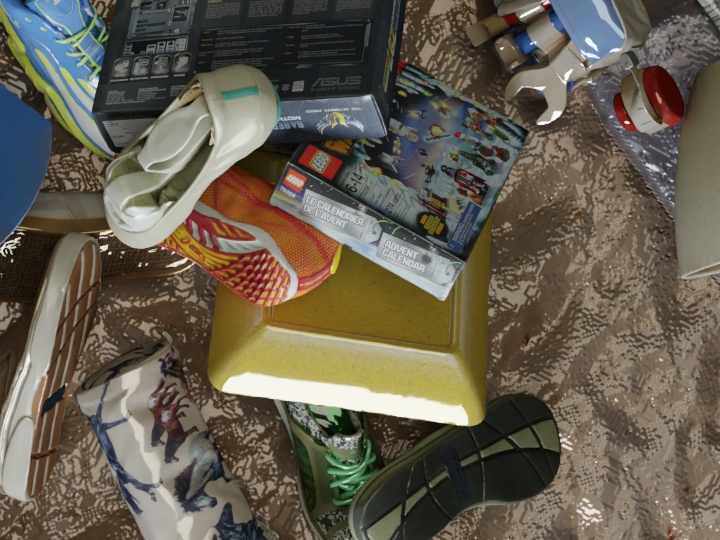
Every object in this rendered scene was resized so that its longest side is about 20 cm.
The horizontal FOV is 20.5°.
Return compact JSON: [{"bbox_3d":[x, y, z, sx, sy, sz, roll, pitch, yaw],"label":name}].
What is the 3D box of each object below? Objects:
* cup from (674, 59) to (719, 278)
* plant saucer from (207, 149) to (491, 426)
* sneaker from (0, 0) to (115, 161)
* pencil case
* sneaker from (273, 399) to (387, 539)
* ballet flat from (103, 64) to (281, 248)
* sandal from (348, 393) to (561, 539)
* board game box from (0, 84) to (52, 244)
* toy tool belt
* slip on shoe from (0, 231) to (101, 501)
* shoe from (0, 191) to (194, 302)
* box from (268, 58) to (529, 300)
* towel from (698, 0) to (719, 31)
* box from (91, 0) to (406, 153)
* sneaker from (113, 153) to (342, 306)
[{"bbox_3d":[0.310,-0.088,1.439,0.199,0.200,0.144,-14,85,-7],"label":"cup"},{"bbox_3d":[0.000,0.000,1.419,0.199,0.049,0.201,8,60,-8],"label":"plant saucer"},{"bbox_3d":[-0.206,-0.156,1.408,0.076,0.105,0.200,-41,95,-6],"label":"sneaker"},{"bbox_3d":[-0.129,0.146,1.434,0.089,0.078,0.201,-28,94,-28],"label":"pencil case"},{"bbox_3d":[-0.015,0.134,1.443,0.077,0.089,0.201,-24,94,-7],"label":"sneaker"},{"bbox_3d":[-0.129,-0.070,1.301,0.069,0.200,0.070,21,49,-27],"label":"ballet flat"},{"bbox_3d":[0.066,0.142,1.451,0.200,0.057,0.080,-19,103,-32],"label":"sandal"},{"bbox_3d":[-0.307,-0.071,1.411,0.200,0.039,0.158,36,80,24],"label":"board game box"},{"bbox_3d":[0.143,-0.175,1.465,0.123,0.125,0.201,-26,90,29],"label":"toy tool belt"},{"bbox_3d":[-0.235,0.064,1.411,0.060,0.076,0.201,19,110,13],"label":"slip on shoe"},{"bbox_3d":[-0.212,-0.021,1.440,0.199,0.053,0.070,-4,123,-4],"label":"shoe"},{"bbox_3d":[0.032,-0.074,1.396,0.137,0.200,0.040,28,125,0],"label":"box"},{"bbox_3d":[0.333,-0.260,1.524,0.192,0.035,0.200,-40,93,-9],"label":"towel"},{"bbox_3d":[-0.073,-0.160,1.362,0.199,0.051,0.158,-3,56,14],"label":"box"},{"bbox_3d":[-0.096,-0.042,1.379,0.200,0.073,0.077,39,41,27],"label":"sneaker"}]
